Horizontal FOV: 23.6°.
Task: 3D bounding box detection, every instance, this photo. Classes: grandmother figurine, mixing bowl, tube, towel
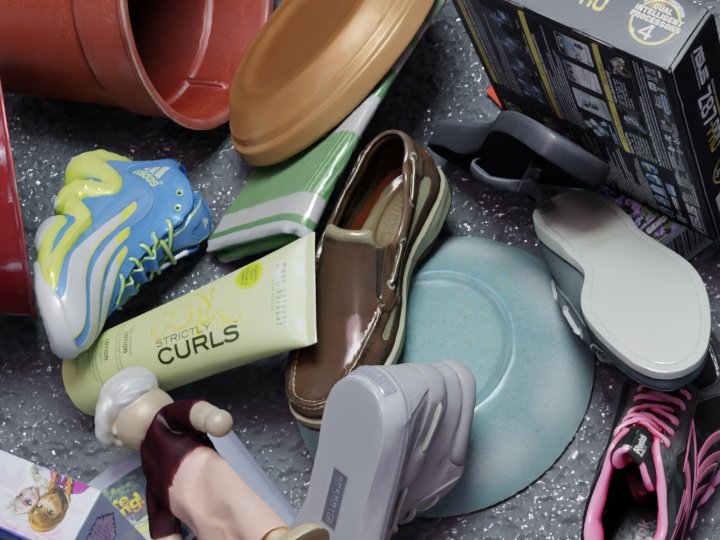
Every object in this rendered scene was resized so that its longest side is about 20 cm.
[{"bbox_3d":[-0.098,0.128,1.029,0.200,0.060,0.122,43,116,39],"label":"grandmother figurine"},{"bbox_3d":[-0.281,-0.058,1.140,0.107,0.201,0.201,-10,57,-10],"label":"mixing bowl"},{"bbox_3d":[-0.105,0.040,1.100,0.199,0.052,0.058,-21,96,32],"label":"tube"},{"bbox_3d":[-0.022,-0.096,1.166,0.201,0.023,0.152,-59,19,-20],"label":"towel"}]

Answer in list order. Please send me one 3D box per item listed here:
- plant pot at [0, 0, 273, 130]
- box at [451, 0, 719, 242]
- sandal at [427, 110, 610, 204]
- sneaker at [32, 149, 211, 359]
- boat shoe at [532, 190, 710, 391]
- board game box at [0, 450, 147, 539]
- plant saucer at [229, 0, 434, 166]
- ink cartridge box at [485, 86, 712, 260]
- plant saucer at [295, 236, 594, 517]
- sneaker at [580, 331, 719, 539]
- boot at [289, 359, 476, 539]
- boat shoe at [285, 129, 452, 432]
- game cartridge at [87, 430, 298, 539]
[{"bbox_3d":[-0.195,-0.204,1.240,0.194,0.201,0.202,4,61,26],"label":"plant pot"},{"bbox_3d":[0.142,-0.109,1.014,0.160,0.200,0.049,28,76,30],"label":"box"},{"bbox_3d":[0.097,-0.063,1.089,0.076,0.200,0.043,27,85,-15],"label":"sandal"},{"bbox_3d":[-0.156,-0.022,1.158,0.104,0.076,0.201,-7,39,5],"label":"sneaker"},{"bbox_3d":[0.158,0.021,1.035,0.072,0.062,0.200,-17,32,-7],"label":"boat shoe"},{"bbox_3d":[-0.199,0.148,0.981,0.199,0.200,0.041,17,67,25],"label":"board game box"},{"bbox_3d":[-0.025,-0.161,1.181,0.200,0.037,0.201,-39,26,23],"label":"plant saucer"},{"bbox_3d":[0.176,-0.100,1.146,0.109,0.050,0.200,-36,58,-5],"label":"ink cartridge box"},{"bbox_3d":[0.048,0.056,1.099,0.199,0.039,0.203,-7,60,12],"label":"plant saucer"},{"bbox_3d":[0.170,0.107,1.002,0.078,0.096,0.201,8,62,22],"label":"sneaker"},{"bbox_3d":[0.014,0.145,1.020,0.073,0.095,0.201,39,121,38],"label":"boot"},{"bbox_3d":[-0.006,-0.001,1.079,0.074,0.075,0.204,3,56,26],"label":"boat shoe"},{"bbox_3d":[-0.138,0.188,1.079,0.200,0.041,0.133,-39,54,-8],"label":"game cartridge"}]
